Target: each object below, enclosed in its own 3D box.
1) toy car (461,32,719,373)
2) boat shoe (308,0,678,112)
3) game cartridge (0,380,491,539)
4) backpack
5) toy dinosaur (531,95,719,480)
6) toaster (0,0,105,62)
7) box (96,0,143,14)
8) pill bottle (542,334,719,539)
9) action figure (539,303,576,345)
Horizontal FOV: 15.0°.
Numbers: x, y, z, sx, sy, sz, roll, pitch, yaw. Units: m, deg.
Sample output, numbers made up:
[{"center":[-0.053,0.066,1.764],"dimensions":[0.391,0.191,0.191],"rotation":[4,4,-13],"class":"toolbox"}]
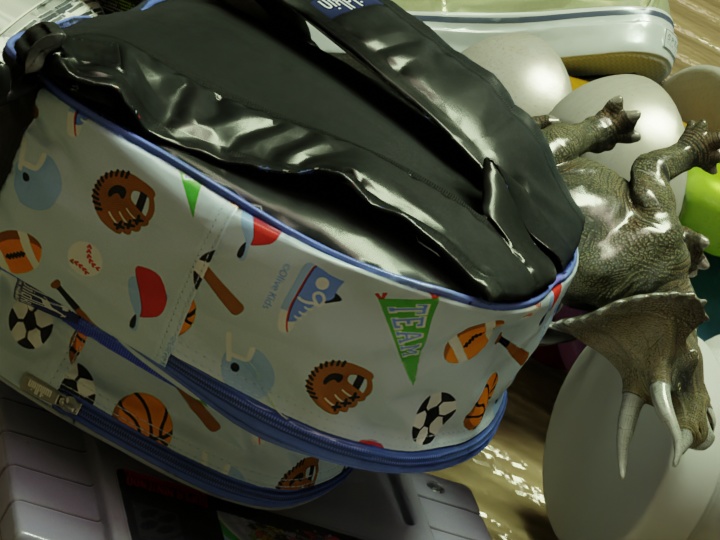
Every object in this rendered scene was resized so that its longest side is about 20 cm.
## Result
[{"center":[0.124,-0.014,1.194],"dimensions":[0.174,0.151,0.200],"rotation":[7,12,-33],"class":"toy car"},{"center":[0.049,-0.115,1.289],"dimensions":[0.199,0.072,0.062],"rotation":[-2,68,2],"class":"boat shoe"},{"center":[-0.036,0.091,0.945],"dimensions":[0.199,0.039,0.130],"rotation":[19,19,-22],"class":"game cartridge"},{"center":[-0.027,-0.006,0.929],"dimensions":[0.190,0.155,0.200],"rotation":[25,26,16],"class":"backpack"},{"center":[0.071,-0.022,1.013],"dimensions":[0.200,0.077,0.102],"rotation":[38,42,19],"class":"toy dinosaur"},{"center":[-0.182,-0.086,1.064],"dimensions":[0.129,0.114,0.200],"rotation":[32,18,0],"class":"toaster"},{"center":[-0.147,-0.151,1.149],"dimensions":[0.199,0.048,0.193],"rotation":[26,-18,28],"class":"box"},{"center":[0.179,0.088,1.090],"dimensions":[0.199,0.116,0.116],"rotation":[16,24,-27],"class":"pill bottle"},{"center":[0.000,0.000,1.102],"dimensions":[0.199,0.102,0.119],"rotation":[29,18,8],"class":"action figure"}]
